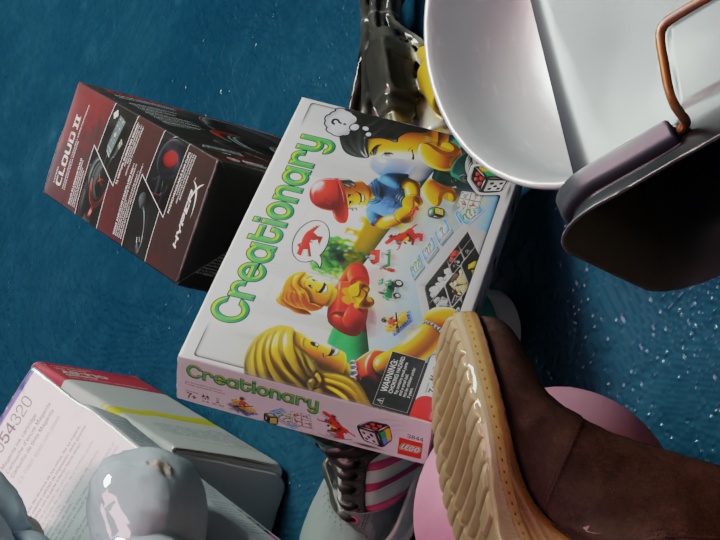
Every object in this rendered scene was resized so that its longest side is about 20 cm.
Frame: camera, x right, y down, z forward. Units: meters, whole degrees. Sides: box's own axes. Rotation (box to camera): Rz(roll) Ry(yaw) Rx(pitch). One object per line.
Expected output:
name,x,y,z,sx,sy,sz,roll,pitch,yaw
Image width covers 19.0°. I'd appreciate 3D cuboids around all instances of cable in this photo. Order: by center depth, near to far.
cable,0.022,-0.126,1.240,0.097,0.050,0.200,-51,31,40

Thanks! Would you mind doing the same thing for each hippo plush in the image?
hippo plush,-0.156,0.158,1.106,0.161,0.159,0.200,-16,52,12

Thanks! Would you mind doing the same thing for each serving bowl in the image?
serving bowl,0.124,-0.133,1.055,0.200,0.066,0.201,-13,72,45

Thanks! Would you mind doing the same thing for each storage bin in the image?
storage bin,0.160,-0.102,0.893,0.200,0.145,0.135,-31,62,26

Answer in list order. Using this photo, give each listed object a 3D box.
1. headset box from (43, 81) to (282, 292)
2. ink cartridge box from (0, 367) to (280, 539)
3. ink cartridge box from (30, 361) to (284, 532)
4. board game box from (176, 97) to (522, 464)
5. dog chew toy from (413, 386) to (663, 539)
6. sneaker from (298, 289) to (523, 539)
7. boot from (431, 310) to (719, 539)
headset box,-0.080,-0.042,1.246,0.200,0.148,0.075,30,104,54
ink cartridge box,-0.160,0.188,1.216,0.200,0.043,0.197,35,96,31
ink cartridge box,-0.147,0.153,1.332,0.200,0.083,0.145,22,96,55
board game box,0.000,0.000,1.077,0.035,0.126,0.200,96,-168,-45
dog chew toy,0.097,0.157,0.973,0.124,0.124,0.200,-35,61,43
sneaker,-0.010,0.086,1.134,0.200,0.121,0.084,-60,39,23
boot,0.127,0.098,0.905,0.072,0.166,0.200,111,147,-56
